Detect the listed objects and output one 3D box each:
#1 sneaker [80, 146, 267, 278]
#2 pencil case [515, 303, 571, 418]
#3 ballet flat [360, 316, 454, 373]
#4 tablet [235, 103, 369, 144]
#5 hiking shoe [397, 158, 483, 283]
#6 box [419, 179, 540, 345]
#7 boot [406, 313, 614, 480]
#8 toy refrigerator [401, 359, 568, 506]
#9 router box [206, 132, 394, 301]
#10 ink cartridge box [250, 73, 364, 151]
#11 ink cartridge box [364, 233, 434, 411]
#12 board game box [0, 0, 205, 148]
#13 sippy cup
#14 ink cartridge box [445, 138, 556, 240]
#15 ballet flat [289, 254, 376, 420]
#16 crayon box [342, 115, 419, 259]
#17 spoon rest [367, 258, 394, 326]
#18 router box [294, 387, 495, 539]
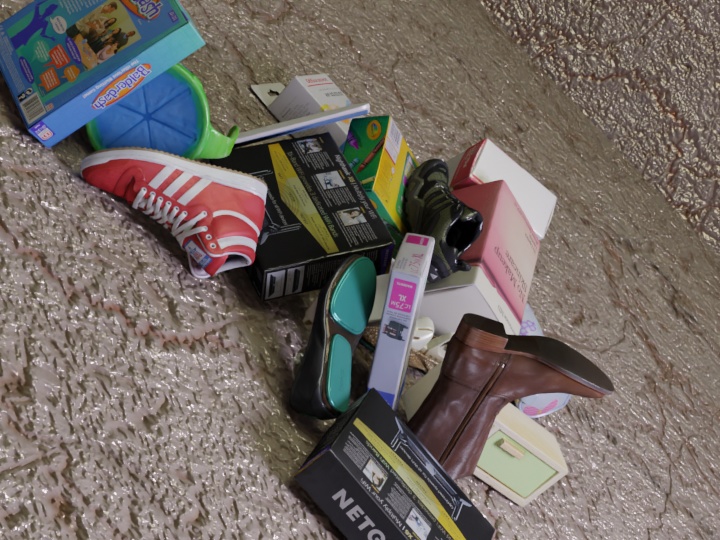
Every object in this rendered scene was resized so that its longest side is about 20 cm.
[{"bbox_3d":[-0.197,-0.057,1.287,0.200,0.071,0.113,10,67,-17],"label":"sneaker"},{"bbox_3d":[0.220,0.107,1.701,0.091,0.083,0.200,31,27,-45],"label":"pencil case"},{"bbox_3d":[0.081,0.090,1.518,0.200,0.065,0.071,27,32,-35],"label":"ballet flat"},{"bbox_3d":[-0.086,-0.176,1.508,0.130,0.200,0.014,-83,158,-85],"label":"tablet"},{"bbox_3d":[0.110,-0.063,1.549,0.076,0.100,0.200,60,30,-45],"label":"hiking shoe"},{"bbox_3d":[0.148,-0.001,1.605,0.128,0.109,0.200,55,37,-33],"label":"box"},{"bbox_3d":[0.148,0.161,1.320,0.186,0.200,0.064,23,22,-2],"label":"boot"},{"bbox_3d":[0.146,0.191,1.424,0.200,0.076,0.070,38,21,-29],"label":"toy refrigerator"},{"bbox_3d":[-0.073,-0.066,1.413,0.157,0.052,0.200,-12,50,-21],"label":"router box"},{"bbox_3d":[-0.056,-0.224,1.808,0.200,0.068,0.115,48,23,7],"label":"ink cartridge box"},{"bbox_3d":[0.040,0.071,1.364,0.042,0.200,0.119,11,23,6],"label":"ink cartridge box"},{"bbox_3d":[-0.281,-0.243,1.293,0.152,0.200,0.045,60,4,29],"label":"board game box"},{"bbox_3d":[-0.233,-0.184,1.382,0.178,0.139,0.130,59,7,-18],"label":"sippy cup"},{"bbox_3d":[0.156,-0.083,1.749,0.146,0.200,0.085,38,54,-19],"label":"ink cartridge box"},{"bbox_3d":[-0.035,0.069,1.297,0.073,0.073,0.200,33,50,-26],"label":"ballet flat"},{"bbox_3d":[0.039,-0.092,1.598,0.200,0.058,0.119,55,40,-49],"label":"crayon box"},{"bbox_3d":[0.000,0.000,1.500,0.200,0.099,0.061,-120,-169,-53],"label":"spoon rest"},{"bbox_3d":[0.039,0.230,1.212,0.200,0.052,0.157,50,23,-2],"label":"router box"}]
